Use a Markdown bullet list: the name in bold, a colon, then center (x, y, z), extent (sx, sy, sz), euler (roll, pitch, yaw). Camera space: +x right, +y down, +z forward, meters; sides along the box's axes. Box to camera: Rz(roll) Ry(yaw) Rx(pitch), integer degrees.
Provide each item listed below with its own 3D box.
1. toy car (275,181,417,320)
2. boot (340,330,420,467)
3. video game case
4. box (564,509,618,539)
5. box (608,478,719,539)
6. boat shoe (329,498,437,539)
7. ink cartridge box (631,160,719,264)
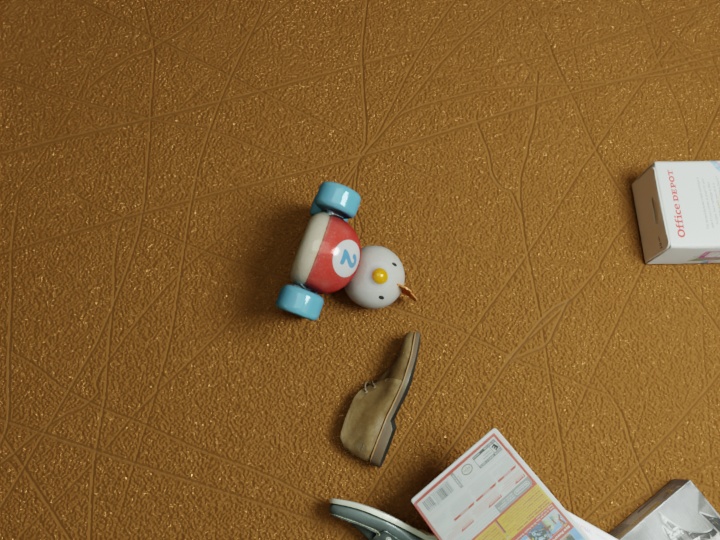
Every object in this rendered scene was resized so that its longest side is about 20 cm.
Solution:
- **toy car**: center (0.000, 0.000, 0.850), extent (0.198, 0.177, 0.186), euler (20, 84, -8)
- **boot**: center (0.032, 0.173, 0.842), extent (0.075, 0.074, 0.201), euler (20, 75, 15)
- **video game case**: center (0.175, 0.314, 0.694), extent (0.143, 0.017, 0.200), euler (-38, 62, -4)
- **box**: center (0.218, 0.345, 0.743), extent (0.199, 0.113, 0.102), euler (25, 73, 22)
- **box**: center (0.418, 0.409, 0.784), extent (0.199, 0.048, 0.159), euler (-32, 76, -10)
- **boat shoe**: center (0.043, 0.365, 0.779), extent (0.199, 0.073, 0.062), euler (24, 70, 1)
- **ink cartridge box**: center (0.552, -0.092, 0.923), extent (0.198, 0.085, 0.146), euler (0, 72, -2)
